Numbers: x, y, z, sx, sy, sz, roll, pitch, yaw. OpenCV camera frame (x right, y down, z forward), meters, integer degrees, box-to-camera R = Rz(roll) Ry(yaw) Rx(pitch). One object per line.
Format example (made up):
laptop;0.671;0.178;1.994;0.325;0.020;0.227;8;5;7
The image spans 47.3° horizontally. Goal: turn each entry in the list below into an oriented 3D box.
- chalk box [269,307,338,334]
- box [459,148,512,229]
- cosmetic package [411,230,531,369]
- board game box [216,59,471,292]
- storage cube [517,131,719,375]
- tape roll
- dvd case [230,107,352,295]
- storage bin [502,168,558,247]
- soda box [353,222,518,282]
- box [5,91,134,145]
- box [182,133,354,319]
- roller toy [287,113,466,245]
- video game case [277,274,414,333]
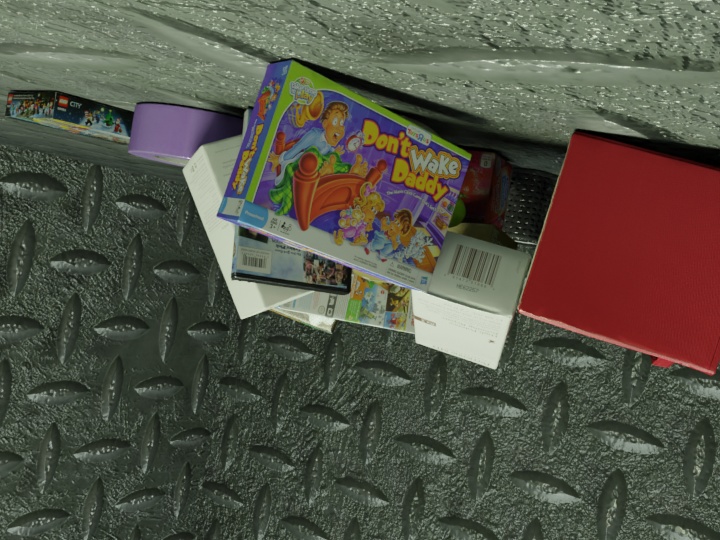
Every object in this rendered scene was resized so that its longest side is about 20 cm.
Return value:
chalk box;-0.107;-0.009;1.252;0.200;0.125;0.124;23;-166;0
box;0.077;-0.104;1.021;0.199;0.096;0.100;10;-177;22
cosmetic package;0.111;0.035;0.853;0.101;0.074;0.200;17;161;12
board game box;-0.008;-0.075;0.708;0.200;0.135;0.045;20;176;-34
storage cube;0.264;-0.019;0.798;0.179;0.201;0.171;17;-176;12
tape roll;-0.210;-0.173;1.121;0.199;0.066;0.200;9;-179;0
dvd case;-0.072;-0.078;0.948;0.142;0.201;0.018;9;165;-25
storage bin;0.242;-0.082;1.165;0.200;0.094;0.135;9;-179;-45
soda box;0.079;-0.018;0.972;0.200;0.068;0.064;6;165;39
box;-0.394;-0.221;1.212;0.136;0.038;0.200;11;-178;40
box;-0.112;-0.060;0.990;0.124;0.200;0.097;-21;179;-28
roller toy;-0.004;-0.092;0.867;0.199;0.140;0.182;9;171;-19
video game case;0.000;0.000;1.095;0.199;0.144;0.018;11;-167;-8
